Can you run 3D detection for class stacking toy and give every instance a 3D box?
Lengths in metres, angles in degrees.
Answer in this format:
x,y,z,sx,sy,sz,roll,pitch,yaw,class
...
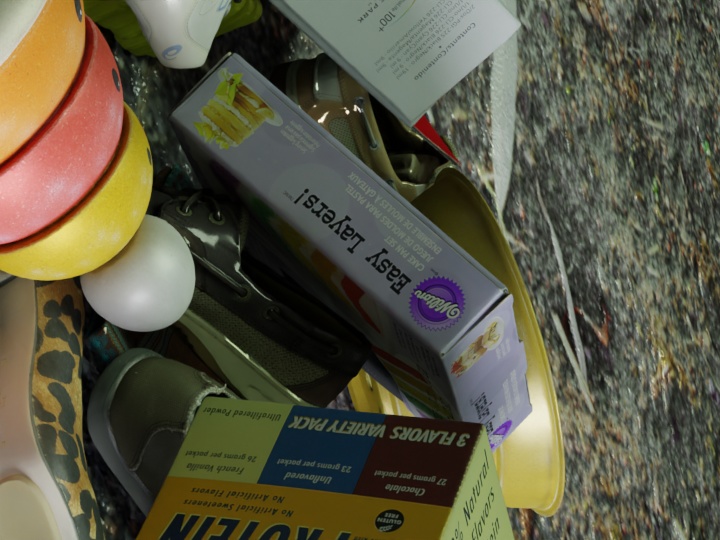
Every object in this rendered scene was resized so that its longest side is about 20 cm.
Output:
x,y,z,sx,sy,sz,roll,pitch,yaw,class
-0.134,-0.047,1.036,0.200,0.145,0.147,50,34,-37,stacking toy

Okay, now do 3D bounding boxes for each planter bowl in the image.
x,y,z,sx,sy,sz,roll,pitch,yaw,class
0.038,0.050,1.388,0.200,0.083,0.202,164,-90,-79,planter bowl

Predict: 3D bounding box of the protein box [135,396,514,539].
x,y,z,sx,sy,sz,roll,pitch,yaw,class
-0.018,0.198,1.080,0.201,0.134,0.199,74,30,-41,protein box

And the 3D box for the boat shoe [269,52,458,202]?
x,y,z,sx,sy,sz,roll,pitch,yaw,class
0.024,-0.052,1.467,0.200,0.076,0.072,49,35,-44,boat shoe

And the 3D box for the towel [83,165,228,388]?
x,y,z,sx,sy,sz,roll,pitch,yaw,class
-0.067,0.064,1.276,0.201,0.022,0.147,60,28,-29,towel

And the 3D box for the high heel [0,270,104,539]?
x,y,z,sx,sy,sz,roll,pitch,yaw,class
-0.126,0.074,1.085,0.201,0.071,0.142,67,27,-4,high heel

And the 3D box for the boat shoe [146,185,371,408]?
x,y,z,sx,sy,sz,roll,pitch,yaw,class
-0.077,-0.008,1.185,0.200,0.065,0.073,44,8,-22,boat shoe

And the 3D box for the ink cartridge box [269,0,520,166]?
x,y,z,sx,sy,sz,roll,pitch,yaw,class
-0.002,-0.173,1.349,0.175,0.084,0.200,41,12,-37,ink cartridge box

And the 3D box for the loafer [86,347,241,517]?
x,y,z,sx,sy,sz,roll,pitch,yaw,class
-0.052,0.119,1.195,0.200,0.069,0.075,51,60,-32,loafer

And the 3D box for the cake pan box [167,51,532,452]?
x,y,z,sx,sy,sz,roll,pitch,yaw,class
0.000,0.000,1.236,0.184,0.052,0.200,44,-9,18,cake pan box

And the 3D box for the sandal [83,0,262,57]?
x,y,z,sx,sy,sz,roll,pitch,yaw,class
-0.114,-0.161,1.243,0.200,0.079,0.088,16,58,-63,sandal

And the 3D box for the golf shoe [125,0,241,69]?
x,y,z,sx,sy,sz,roll,pitch,yaw,class
-0.081,-0.171,1.191,0.200,0.078,0.098,-74,162,-54,golf shoe
